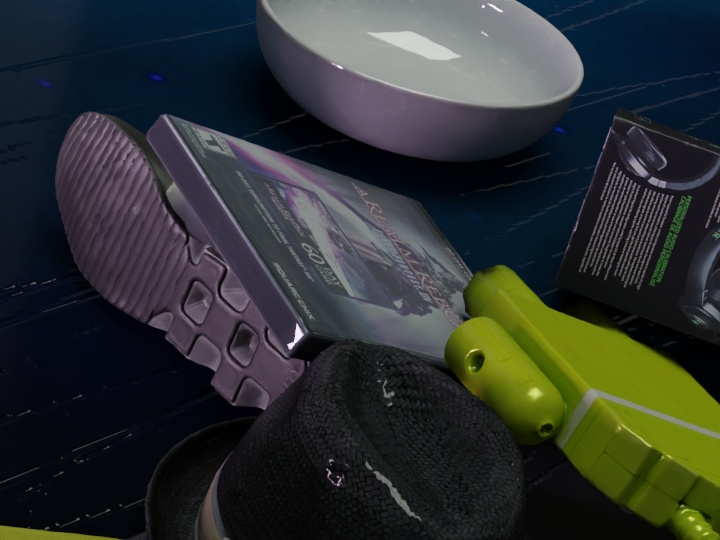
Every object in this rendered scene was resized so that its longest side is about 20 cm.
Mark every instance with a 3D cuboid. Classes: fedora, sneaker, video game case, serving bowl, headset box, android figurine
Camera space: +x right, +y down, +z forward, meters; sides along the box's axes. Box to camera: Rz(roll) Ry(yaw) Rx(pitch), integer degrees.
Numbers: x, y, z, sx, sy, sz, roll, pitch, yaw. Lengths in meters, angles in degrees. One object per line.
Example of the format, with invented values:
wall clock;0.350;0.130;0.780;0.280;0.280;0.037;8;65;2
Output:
fedora;0.010;0.094;0.889;0.200;0.092;0.201;16;27;-9
sneaker;-0.068;-0.004;1.058;0.200;0.074;0.088;46;31;26
video game case;0.000;0.000;1.037;0.200;0.019;0.143;15;33;-50
serving bowl;0.028;-0.119;1.313;0.200;0.066;0.200;14;28;-8
headset box;0.210;-0.007;1.133;0.200;0.093;0.174;20;7;6
android figurine;0.125;0.071;1.007;0.182;0.041;0.200;20;21;-39

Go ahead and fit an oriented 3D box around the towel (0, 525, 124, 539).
towel;-0.095;0.163;0.802;0.086;0.018;0.200;11;28;-23
